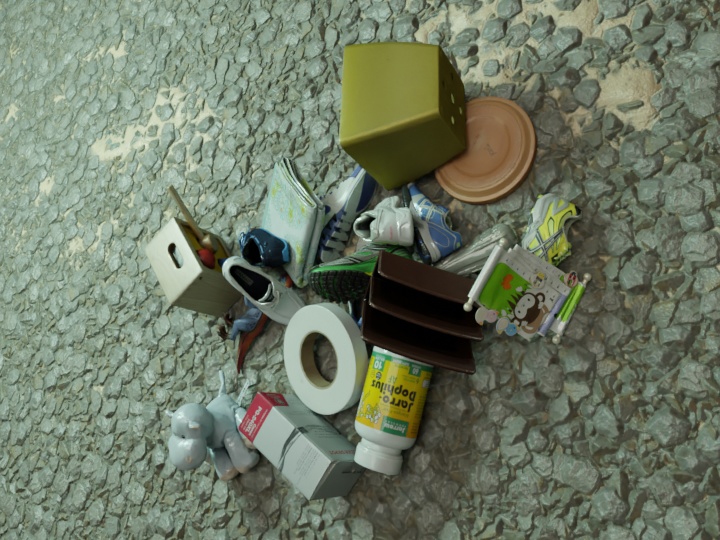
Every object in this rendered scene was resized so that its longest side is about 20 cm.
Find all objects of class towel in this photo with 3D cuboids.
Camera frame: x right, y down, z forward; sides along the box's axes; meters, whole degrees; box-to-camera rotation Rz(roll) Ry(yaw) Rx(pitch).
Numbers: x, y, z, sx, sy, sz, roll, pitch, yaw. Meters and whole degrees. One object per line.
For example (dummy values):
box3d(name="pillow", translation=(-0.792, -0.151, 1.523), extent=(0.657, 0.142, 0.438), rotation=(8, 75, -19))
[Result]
box3d(name="towel", translation=(-0.137, -0.095, 1.266), extent=(0.172, 0.047, 0.203), rotation=(55, 142, 37))

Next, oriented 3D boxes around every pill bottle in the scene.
box3d(name="pill bottle", translation=(0.052, 0.237, 1.104), extent=(0.111, 0.112, 0.205), rotation=(12, 83, 30))

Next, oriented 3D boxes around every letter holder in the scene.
box3d(name="letter holder", translation=(0.106, 0.069, 1.034), extent=(0.195, 0.143, 0.102), rotation=(17, 117, -5))

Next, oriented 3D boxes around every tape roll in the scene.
box3d(name="tape roll", translation=(-0.068, 0.164, 1.190), extent=(0.200, 0.037, 0.209), rotation=(8, 101, 43))

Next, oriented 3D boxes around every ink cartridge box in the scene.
box3d(name="ink cartridge box", translation=(-0.101, 0.313, 1.149), extent=(0.198, 0.145, 0.084), rotation=(35, 94, 30))

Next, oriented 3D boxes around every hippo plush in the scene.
box3d(name="hippo plush", translation=(-0.281, 0.310, 1.233), extent=(0.156, 0.160, 0.206), rotation=(9, 87, 29))

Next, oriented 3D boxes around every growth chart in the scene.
box3d(name="growth chart", translation=(0.265, 0.040, 1.018), extent=(0.148, 0.196, 0.018), rotation=(-68, 18, 1))

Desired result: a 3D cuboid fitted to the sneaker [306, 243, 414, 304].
box3d(name="sneaker", translation=(0.000, 0.000, 1.134), extent=(0.195, 0.079, 0.086), rotation=(-8, 42, -13))

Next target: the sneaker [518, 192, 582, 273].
box3d(name="sneaker", translation=(0.302, -0.028, 1.055), extent=(0.075, 0.075, 0.205), rotation=(18, 88, 31))

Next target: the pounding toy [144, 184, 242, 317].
box3d(name="pounding toy", translation=(-0.348, -0.037, 1.349), extent=(0.142, 0.183, 0.202), rotation=(-42, 62, 12))

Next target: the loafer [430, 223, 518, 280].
box3d(name="loafer", translation=(0.185, -0.007, 1.114), extent=(0.197, 0.070, 0.071), rotation=(-29, 101, 24))

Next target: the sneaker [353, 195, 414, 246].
box3d(name="sneaker", translation=(0.032, -0.090, 1.155), extent=(0.097, 0.200, 0.080), rotation=(-5, 100, -8))

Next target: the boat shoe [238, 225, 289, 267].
box3d(name="boat shoe", translation=(-0.213, -0.049, 1.300), extent=(0.198, 0.067, 0.086), rotation=(3, 106, 60))

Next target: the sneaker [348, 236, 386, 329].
box3d(name="sneaker", translation=(0.012, 0.018, 1.195), extent=(0.075, 0.085, 0.206), rotation=(-8, 73, 26))

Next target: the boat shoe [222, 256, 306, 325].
box3d(name="boat shoe", translation=(-0.183, 0.048, 1.239), extent=(0.075, 0.198, 0.065), rotation=(-58, 18, -1))

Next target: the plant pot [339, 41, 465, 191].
box3d(name="plant pot", translation=(0.087, -0.288, 1.152), extent=(0.173, 0.199, 0.205), rotation=(-7, 69, 28))

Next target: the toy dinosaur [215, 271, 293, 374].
box3d(name="toy dinosaur", translation=(-0.205, 0.083, 1.326), extent=(0.177, 0.105, 0.204), rotation=(-18, 103, 13))

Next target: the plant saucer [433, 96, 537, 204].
box3d(name="plant saucer", translation=(0.222, -0.223, 1.171), extent=(0.196, 0.032, 0.206), rotation=(-7, 75, 27))

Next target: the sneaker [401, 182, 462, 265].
box3d(name="sneaker", translation=(0.124, -0.090, 1.158), extent=(0.075, 0.077, 0.203), rotation=(-17, 46, 0))

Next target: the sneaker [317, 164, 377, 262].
box3d(name="sneaker", translation=(-0.060, -0.129, 1.274), extent=(0.114, 0.080, 0.202), rotation=(33, 96, 28))
